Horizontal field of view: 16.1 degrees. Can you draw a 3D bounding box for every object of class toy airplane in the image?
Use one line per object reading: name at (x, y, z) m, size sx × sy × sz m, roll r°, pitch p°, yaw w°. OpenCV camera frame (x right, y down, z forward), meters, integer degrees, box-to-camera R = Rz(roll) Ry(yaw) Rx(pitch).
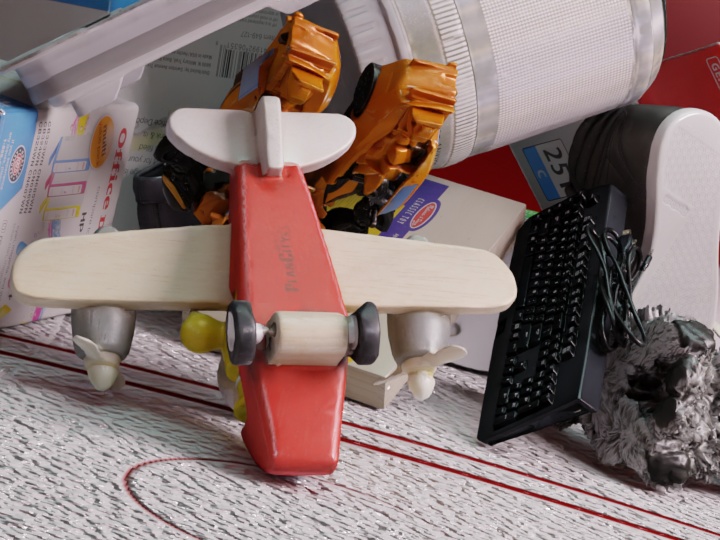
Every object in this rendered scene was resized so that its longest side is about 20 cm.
toy airplane at (-0.048, 0.011, 1.292) m, size 0.200 × 0.141 × 0.199 m, roll 32°, pitch 47°, yaw 18°

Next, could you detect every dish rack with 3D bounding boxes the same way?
dish rack at (-0.089, -0.137, 1.358) m, size 0.200 × 0.044 × 0.172 m, roll -26°, pitch 7°, yaw 5°

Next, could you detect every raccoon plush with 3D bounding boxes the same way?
raccoon plush at (0.188, 0.072, 1.470) m, size 0.134 × 0.097 × 0.200 m, roll 18°, pitch 6°, yaw -35°

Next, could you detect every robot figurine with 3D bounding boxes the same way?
robot figurine at (-0.032, -0.061, 1.408) m, size 0.145 × 0.058 × 0.200 m, roll 16°, pitch -35°, yaw -16°

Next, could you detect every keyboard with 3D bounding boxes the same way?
keyboard at (0.114, 0.009, 1.444) m, size 0.104 × 0.040 × 0.200 m, roll -22°, pitch 32°, yaw 26°

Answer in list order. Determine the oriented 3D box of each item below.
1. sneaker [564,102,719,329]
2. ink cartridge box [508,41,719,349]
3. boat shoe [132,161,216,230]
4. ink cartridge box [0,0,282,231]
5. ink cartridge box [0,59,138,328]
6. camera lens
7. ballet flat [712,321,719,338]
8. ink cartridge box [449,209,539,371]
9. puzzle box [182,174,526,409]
sneaker at (0.167, -0.013, 1.562) m, size 0.071 × 0.200 × 0.099 m, roll -1°, pitch 18°, yaw -28°
ink cartridge box at (0.199, -0.033, 1.624) m, size 0.045 × 0.200 × 0.176 m, roll -36°, pitch 13°, yaw -36°
boat shoe at (-0.061, -0.075, 1.543) m, size 0.073 × 0.063 × 0.200 m, roll 4°, pitch 34°, yaw 46°
ink cartridge box at (-0.154, -0.106, 1.600) m, size 0.147 × 0.200 × 0.145 m, roll 5°, pitch 8°, yaw -44°
ink cartridge box at (-0.218, -0.049, 1.408) m, size 0.125 × 0.129 × 0.200 m, roll 18°, pitch 11°, yaw 17°
camera lens at (0.069, -0.152, 1.505) m, size 0.200 × 0.160 × 0.160 m, roll -19°, pitch 20°, yaw -15°
ballet flat at (0.199, 0.058, 1.611) m, size 0.200 × 0.073 × 0.073 m, roll 22°, pitch 12°, yaw 40°
ink cartridge box at (0.052, -0.001, 1.680) m, size 0.146 × 0.083 × 0.200 m, roll 14°, pitch 10°, yaw 1°
puzzle box at (0.000, 0.000, 1.505) m, size 0.133 × 0.025 × 0.200 m, roll 18°, pitch 38°, yaw 21°
